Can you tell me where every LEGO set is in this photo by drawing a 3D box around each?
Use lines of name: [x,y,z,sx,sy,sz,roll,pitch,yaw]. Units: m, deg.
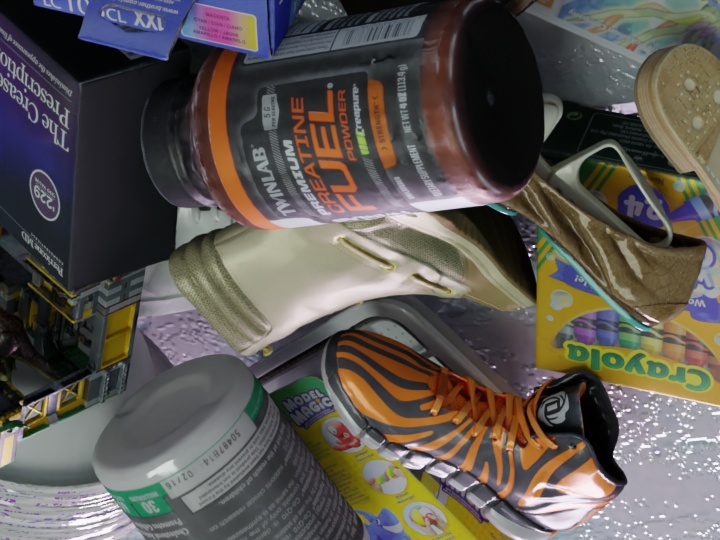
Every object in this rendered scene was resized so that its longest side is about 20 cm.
LEGO set: [-0.223,0.009,1.460,0.200,0.154,0.116,45,137,35]

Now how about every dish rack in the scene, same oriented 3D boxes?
dish rack: [0.016,0.094,1.585,0.172,0.044,0.200,44,133,-17]

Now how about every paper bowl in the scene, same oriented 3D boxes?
paper bowl: [-0.211,0.078,1.567,0.201,0.201,0.104,21,124,6]

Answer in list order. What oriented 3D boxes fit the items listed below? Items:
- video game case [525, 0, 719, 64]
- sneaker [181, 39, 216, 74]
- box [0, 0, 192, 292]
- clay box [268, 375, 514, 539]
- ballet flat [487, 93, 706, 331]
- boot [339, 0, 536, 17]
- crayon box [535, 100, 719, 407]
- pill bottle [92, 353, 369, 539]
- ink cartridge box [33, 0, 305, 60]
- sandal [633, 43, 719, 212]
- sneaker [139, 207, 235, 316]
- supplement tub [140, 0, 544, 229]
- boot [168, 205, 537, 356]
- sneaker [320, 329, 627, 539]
video game case: [0.196,-0.168,1.277,0.200,0.022,0.182,24,136,3]
sneaker: [-0.050,-0.094,1.419,0.200,0.081,0.074,14,135,13]
box: [-0.185,-0.104,1.399,0.200,0.079,0.141,40,139,38]
clay box: [0.008,0.138,1.565,0.115,0.048,0.200,-27,113,42]
ballet flat: [0.106,-0.049,1.336,0.200,0.068,0.072,37,108,-3]
boot: [0.046,-0.167,1.298,0.097,0.075,0.200,48,141,-4]
crayon box: [0.168,0.005,1.427,0.126,0.052,0.200,11,134,16]
pill bottle: [-0.065,0.158,1.504,0.113,0.113,0.200,-17,119,36]
ink cartridge box: [-0.084,-0.189,1.264,0.136,0.200,0.076,14,134,14]
sandal: [0.235,-0.041,1.301,0.212,0.078,0.070,43,158,-22]
sneaker: [-0.098,-0.038,1.499,0.200,0.074,0.116,-13,126,35]
supplement tub: [-0.013,-0.076,1.266,0.200,0.107,0.107,-7,126,31]
boot: [0.000,0.000,1.421,0.155,0.073,0.200,-31,148,21]
sneaker: [0.079,0.080,1.462,0.200,0.078,0.112,33,137,-23]
